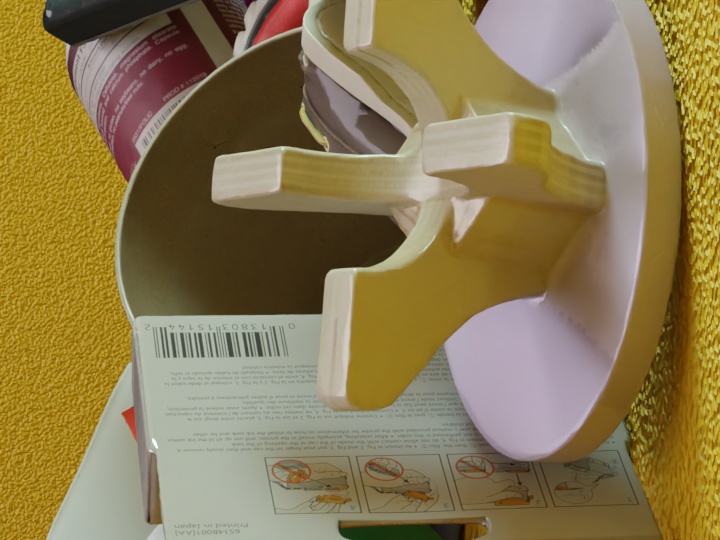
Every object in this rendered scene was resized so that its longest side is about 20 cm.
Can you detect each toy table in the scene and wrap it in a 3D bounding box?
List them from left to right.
[{"bbox_3d":[0.040,-0.031,1.061,0.184,0.117,0.201,-22,67,48],"label":"toy table"}]

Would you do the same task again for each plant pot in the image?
[{"bbox_3d":[0.000,0.000,1.323,0.135,0.199,0.201,51,-152,-53],"label":"plant pot"}]

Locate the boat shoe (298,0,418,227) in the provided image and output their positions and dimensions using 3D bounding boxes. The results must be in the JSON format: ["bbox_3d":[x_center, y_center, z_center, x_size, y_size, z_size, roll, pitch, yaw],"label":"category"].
[{"bbox_3d":[0.038,-0.044,1.211,0.200,0.072,0.060,46,141,34],"label":"boat shoe"}]

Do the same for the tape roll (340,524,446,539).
[{"bbox_3d":[0.003,0.143,1.241,0.048,0.200,0.200,-50,1,-12],"label":"tape roll"}]

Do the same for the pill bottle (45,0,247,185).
[{"bbox_3d":[-0.103,-0.107,1.601,0.200,0.114,0.114,58,153,35],"label":"pill bottle"}]

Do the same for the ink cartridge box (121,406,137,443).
[{"bbox_3d":[-0.050,0.023,1.540,0.057,0.199,0.163,65,174,-9],"label":"ink cartridge box"}]

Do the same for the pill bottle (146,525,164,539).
[{"bbox_3d":[-0.028,0.204,1.399,0.200,0.112,0.113,44,143,32],"label":"pill bottle"}]

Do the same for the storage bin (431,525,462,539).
[{"bbox_3d":[-0.017,0.137,1.549,0.134,0.145,0.201,-86,-1,-70],"label":"storage bin"}]

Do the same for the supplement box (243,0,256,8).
[{"bbox_3d":[-0.021,-0.230,1.632,0.200,0.101,0.104,101,164,-53],"label":"supplement box"}]

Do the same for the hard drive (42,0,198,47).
[{"bbox_3d":[-0.094,-0.208,1.510,0.200,0.033,0.140,-13,55,50],"label":"hard drive"}]

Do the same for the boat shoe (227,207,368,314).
[{"bbox_3d":[-0.025,0.002,1.431,0.200,0.076,0.060,58,154,-9],"label":"boat shoe"}]

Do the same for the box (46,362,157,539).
[{"bbox_3d":[-0.099,0.204,1.766,0.200,0.170,0.200,-71,-10,-54],"label":"box"}]

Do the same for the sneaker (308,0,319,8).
[{"bbox_3d":[0.007,-0.198,1.334,0.075,0.081,0.201,24,101,39],"label":"sneaker"}]

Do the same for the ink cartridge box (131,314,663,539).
[{"bbox_3d":[0.011,0.082,1.119,0.176,0.199,0.045,-103,15,-54],"label":"ink cartridge box"}]

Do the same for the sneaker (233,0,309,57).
[{"bbox_3d":[0.001,-0.134,1.412,0.200,0.077,0.085,-58,32,18],"label":"sneaker"}]

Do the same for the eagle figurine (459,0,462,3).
[{"bbox_3d":[0.029,-0.178,1.210,0.151,0.151,0.200,49,-160,-28],"label":"eagle figurine"}]
